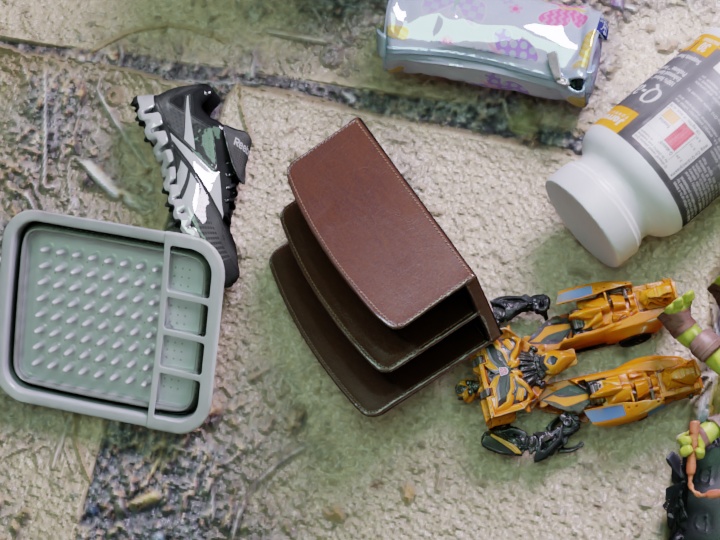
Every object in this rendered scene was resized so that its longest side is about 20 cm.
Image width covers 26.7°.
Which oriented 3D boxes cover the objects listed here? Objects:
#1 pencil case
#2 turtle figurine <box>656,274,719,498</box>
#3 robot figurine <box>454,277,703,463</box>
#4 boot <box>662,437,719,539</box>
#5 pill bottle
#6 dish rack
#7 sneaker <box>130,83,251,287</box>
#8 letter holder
[{"bbox_3d":[0.117,-0.199,1.339,0.198,0.083,0.091,13,53,11],"label":"pencil case"},{"bbox_3d":[0.318,0.079,1.195,0.199,0.064,0.162,-30,73,2],"label":"turtle figurine"},{"bbox_3d":[0.175,0.076,1.261,0.198,0.058,0.146,-14,70,2],"label":"robot figurine"},{"bbox_3d":[0.328,0.226,1.196,0.196,0.073,0.164,11,69,8],"label":"boot"},{"bbox_3d":[0.260,-0.102,1.276,0.200,0.116,0.117,-39,73,-6],"label":"pill bottle"},{"bbox_3d":[-0.211,0.039,1.298,0.198,0.044,0.173,10,104,9],"label":"dish rack"},{"bbox_3d":[-0.132,-0.084,1.341,0.090,0.067,0.201,-23,70,2],"label":"sneaker"},{"bbox_3d":[0.000,0.000,1.256,0.142,0.101,0.201,-33,55,-2],"label":"letter holder"}]
